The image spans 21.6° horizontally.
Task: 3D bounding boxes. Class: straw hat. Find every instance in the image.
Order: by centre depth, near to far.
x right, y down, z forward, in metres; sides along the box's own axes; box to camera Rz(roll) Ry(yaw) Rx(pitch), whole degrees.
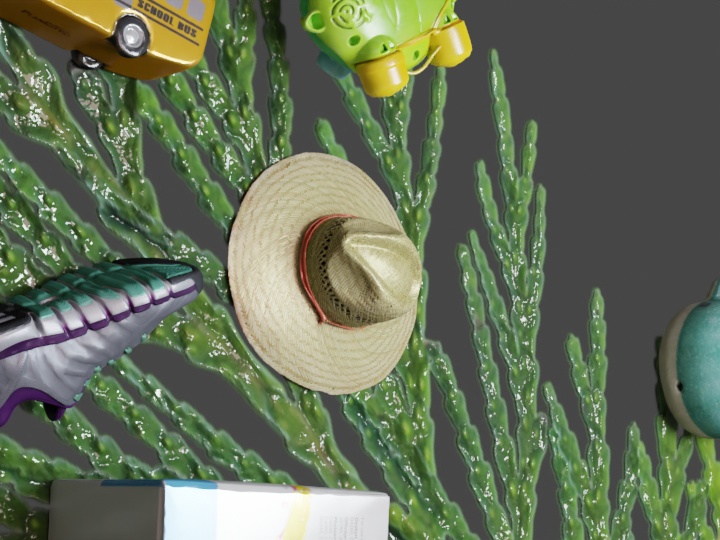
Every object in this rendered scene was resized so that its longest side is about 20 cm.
[{"bbox_3d":[0.000,0.000,1.473,0.200,0.085,0.203,4,84,-40],"label":"straw hat"}]

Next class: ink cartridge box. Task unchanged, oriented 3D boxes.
[{"bbox_3d":[-0.100,0.223,1.327,0.199,0.146,0.148,8,80,-39],"label":"ink cartridge box"}]

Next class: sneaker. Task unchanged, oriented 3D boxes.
[{"bbox_3d":[-0.197,0.052,1.322,0.199,0.074,0.088,-18,114,-33],"label":"sneaker"}]

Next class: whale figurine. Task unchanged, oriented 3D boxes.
[{"bbox_3d":[0.370,0.081,1.772,0.199,0.103,0.161,-16,96,-40],"label":"whale figurine"}]

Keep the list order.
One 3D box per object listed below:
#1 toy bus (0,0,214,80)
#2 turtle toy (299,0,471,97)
[{"bbox_3d":[-0.202,-0.199,1.332,0.199,0.065,0.079,26,69,-36],"label":"toy bus"},{"bbox_3d":[0.021,-0.223,1.502,0.199,0.101,0.147,-28,104,-39],"label":"turtle toy"}]
